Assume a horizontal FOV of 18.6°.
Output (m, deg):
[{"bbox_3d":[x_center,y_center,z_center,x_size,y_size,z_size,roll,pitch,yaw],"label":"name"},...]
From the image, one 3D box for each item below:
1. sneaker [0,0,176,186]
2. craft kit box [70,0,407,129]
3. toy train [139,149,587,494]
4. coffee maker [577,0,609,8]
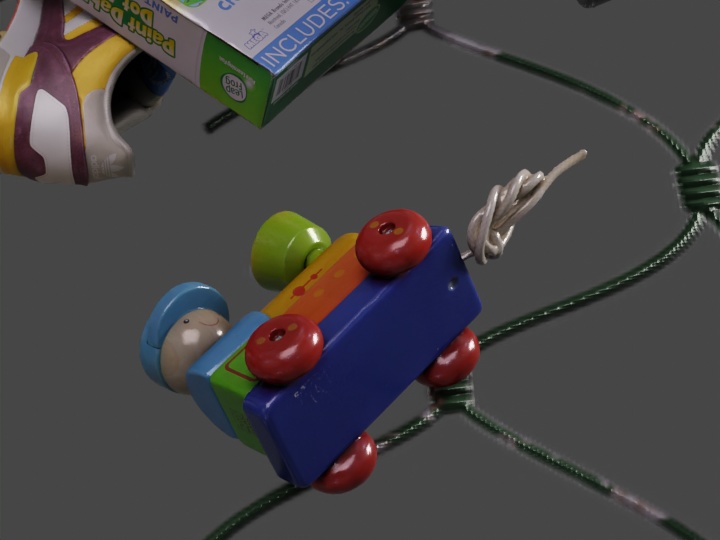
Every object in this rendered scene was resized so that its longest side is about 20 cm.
[{"bbox_3d":[-0.133,-0.123,1.132,0.090,0.075,0.201,8,56,5],"label":"sneaker"},{"bbox_3d":[-0.066,-0.187,1.126,0.197,0.049,0.200,36,52,13],"label":"craft kit box"},{"bbox_3d":[0.000,0.000,0.989,0.115,0.085,0.200,21,56,44],"label":"toy train"},{"bbox_3d":[0.190,-0.207,1.082,0.199,0.135,0.193,-18,49,-2],"label":"coffee maker"}]
